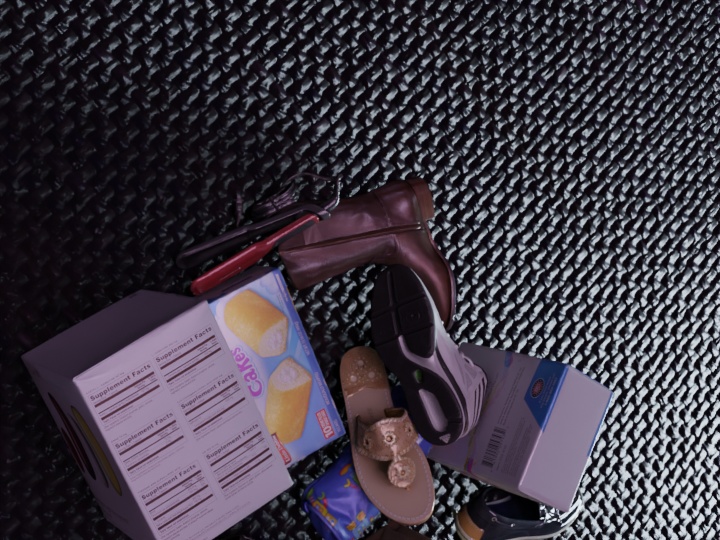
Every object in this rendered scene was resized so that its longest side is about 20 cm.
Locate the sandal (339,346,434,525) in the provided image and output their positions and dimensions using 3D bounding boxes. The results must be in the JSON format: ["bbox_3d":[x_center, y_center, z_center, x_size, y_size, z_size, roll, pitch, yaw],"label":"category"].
[{"bbox_3d":[0.019,0.167,1.335,0.077,0.070,0.213,-18,60,-2],"label":"sandal"}]

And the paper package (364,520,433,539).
[{"bbox_3d":[0.089,0.400,1.381,0.103,0.190,0.201,-38,111,-21],"label":"paper package"}]

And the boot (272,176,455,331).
[{"bbox_3d":[0.000,0.000,1.382,0.199,0.064,0.188,-16,91,-29],"label":"boot"}]

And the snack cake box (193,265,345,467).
[{"bbox_3d":[-0.110,0.109,1.326,0.115,0.067,0.201,-28,105,-25],"label":"snack cake box"}]

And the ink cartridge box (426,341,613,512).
[{"bbox_3d":[0.170,0.172,1.409,0.084,0.200,0.145,28,80,-31],"label":"ink cartridge box"}]

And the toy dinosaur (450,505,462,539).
[{"bbox_3d":[0.167,0.364,1.488,0.102,0.077,0.200,-50,118,-32],"label":"toy dinosaur"}]

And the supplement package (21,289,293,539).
[{"bbox_3d":[-0.200,0.144,1.208,0.147,0.191,0.201,-31,106,-24],"label":"supplement package"}]

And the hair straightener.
[{"bbox_3d":[-0.108,-0.056,1.311,0.199,0.041,0.077,-32,69,-5],"label":"hair straightener"}]

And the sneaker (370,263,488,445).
[{"bbox_3d":[0.077,0.090,1.374,0.115,0.075,0.202,-3,73,-66],"label":"sneaker"}]

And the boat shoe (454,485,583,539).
[{"bbox_3d":[0.199,0.279,1.484,0.199,0.075,0.062,-4,135,-39],"label":"boat shoe"}]

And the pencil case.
[{"bbox_3d":[0.015,0.214,1.393,0.087,0.078,0.200,44,73,-7],"label":"pencil case"}]

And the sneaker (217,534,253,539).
[{"bbox_3d":[-0.076,0.320,1.323,0.199,0.075,0.107,-21,102,-1],"label":"sneaker"}]
